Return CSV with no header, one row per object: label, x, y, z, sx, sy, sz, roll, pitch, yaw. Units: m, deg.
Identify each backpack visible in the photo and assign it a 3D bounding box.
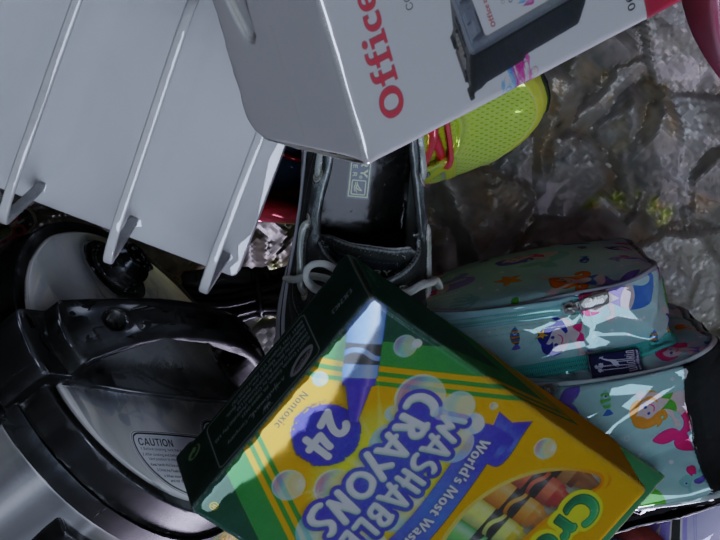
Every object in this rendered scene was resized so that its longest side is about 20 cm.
backpack,0.080,0.069,1.398,0.200,0.178,0.151,-19,97,2

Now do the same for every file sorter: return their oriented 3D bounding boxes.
file sorter,-0.128,-0.087,1.242,0.200,0.125,0.139,21,101,-2

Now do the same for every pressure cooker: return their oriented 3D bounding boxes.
pressure cooker,-0.145,0.075,1.326,0.200,0.176,0.179,-37,107,24

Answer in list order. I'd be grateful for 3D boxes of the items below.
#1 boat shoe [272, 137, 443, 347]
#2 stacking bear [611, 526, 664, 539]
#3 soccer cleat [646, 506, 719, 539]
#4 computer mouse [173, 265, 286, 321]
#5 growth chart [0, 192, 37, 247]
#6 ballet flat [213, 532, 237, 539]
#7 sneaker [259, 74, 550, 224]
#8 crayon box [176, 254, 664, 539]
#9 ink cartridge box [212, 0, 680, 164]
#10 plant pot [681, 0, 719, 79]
boat shoe,0.003,0.000,1.281,0.073,0.068,0.200,7,94,-7
stacking bear,0.085,0.188,1.436,0.114,0.121,0.200,-59,157,17
soccer cleat,0.186,0.128,1.527,0.073,0.068,0.200,46,109,-2
computer mouse,-0.057,0.089,1.450,0.110,0.044,0.200,-7,119,-11
growth chart,-0.247,-0.046,1.347,0.145,0.018,0.200,-29,120,4
ballet flat,-0.135,0.172,1.439,0.200,0.071,0.071,-34,121,22
sneaker,-0.001,-0.057,1.357,0.200,0.090,0.078,-14,120,-7
crayon box,0.035,0.099,1.265,0.200,0.052,0.126,34,103,-25
ink cartridge box,0.038,-0.151,1.159,0.200,0.086,0.148,-30,116,-28
plant pot,0.230,-0.170,1.298,0.200,0.179,0.200,-5,119,-10
